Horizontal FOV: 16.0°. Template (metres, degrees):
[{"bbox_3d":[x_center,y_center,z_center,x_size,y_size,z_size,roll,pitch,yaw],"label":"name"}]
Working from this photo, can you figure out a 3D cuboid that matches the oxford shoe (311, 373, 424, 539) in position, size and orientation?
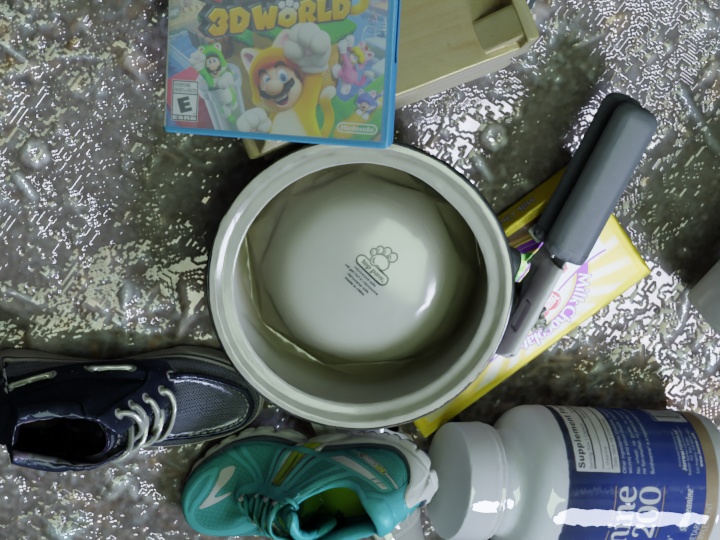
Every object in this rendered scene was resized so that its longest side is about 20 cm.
[{"bbox_3d":[0.017,0.144,1.791,0.058,0.075,0.200,-27,115,-2],"label":"oxford shoe"}]

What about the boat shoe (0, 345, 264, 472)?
[{"bbox_3d":[-0.152,0.099,1.699,0.200,0.093,0.075,0,114,-19],"label":"boat shoe"}]

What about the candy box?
[{"bbox_3d":[0.097,0.021,1.786,0.200,0.026,0.102,-37,122,1],"label":"candy box"}]

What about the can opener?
[{"bbox_3d":[0.130,-0.030,1.730,0.066,0.053,0.200,28,101,-23],"label":"can opener"}]

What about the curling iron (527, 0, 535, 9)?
[{"bbox_3d":[0.126,-0.244,1.672,0.050,0.026,0.200,16,115,-2],"label":"curling iron"}]

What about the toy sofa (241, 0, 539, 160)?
[{"bbox_3d":[0.007,-0.145,1.650,0.200,0.098,0.083,-22,88,-8],"label":"toy sofa"}]

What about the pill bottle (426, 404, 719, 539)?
[{"bbox_3d":[0.152,0.152,1.816,0.200,0.111,0.111,3,113,-21],"label":"pill bottle"}]

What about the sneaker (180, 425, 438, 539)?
[{"bbox_3d":[-0.046,0.151,1.725,0.200,0.080,0.078,-10,115,35],"label":"sneaker"}]

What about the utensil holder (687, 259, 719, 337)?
[{"bbox_3d":[0.352,0.004,1.783,0.200,0.170,0.170,-45,120,7],"label":"utensil holder"}]

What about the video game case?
[{"bbox_3d":[-0.046,-0.179,1.561,0.143,0.018,0.200,5,100,10],"label":"video game case"}]

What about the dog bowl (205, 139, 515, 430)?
[{"bbox_3d":[0.000,0.000,1.688,0.200,0.074,0.200,0,108,1],"label":"dog bowl"}]
